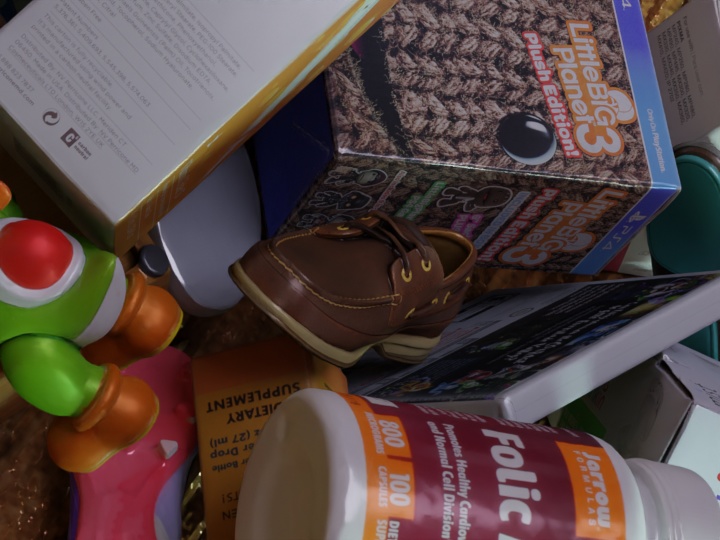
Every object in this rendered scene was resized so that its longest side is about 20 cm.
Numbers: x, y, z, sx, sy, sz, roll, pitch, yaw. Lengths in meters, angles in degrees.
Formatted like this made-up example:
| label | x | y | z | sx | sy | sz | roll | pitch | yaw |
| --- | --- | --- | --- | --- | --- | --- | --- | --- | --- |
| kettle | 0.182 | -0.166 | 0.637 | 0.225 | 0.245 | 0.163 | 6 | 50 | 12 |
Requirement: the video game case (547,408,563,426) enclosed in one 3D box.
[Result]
| label | x | y | z | sx | sy | sz | roll | pitch | yaw |
| --- | --- | --- | --- | --- | --- | --- | --- | --- | --- |
| video game case | 0.193 | 0.109 | 1.412 | 0.181 | 0.023 | 0.201 | -10 | 73 | -40 |

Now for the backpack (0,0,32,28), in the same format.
| label | x | y | z | sx | sy | sz | roll | pitch | yaw |
| --- | --- | --- | --- | --- | --- | --- | --- | --- | --- |
| backpack | -0.169 | -0.210 | 1.183 | 0.150 | 0.200 | 0.178 | -30 | 88 | -38 |

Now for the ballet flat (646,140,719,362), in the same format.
| label | x | y | z | sx | sy | sz | roll | pitch | yaw |
| --- | --- | --- | --- | --- | --- | --- | --- | --- | --- |
| ballet flat | 0.197 | -0.002 | 1.349 | 0.067 | 0.201 | 0.064 | 25 | 48 | 31 |

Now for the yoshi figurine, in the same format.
| label | x | y | z | sx | sy | sz | roll | pitch | yaw |
| --- | --- | --- | --- | --- | --- | --- | --- | --- | --- |
| yoshi figurine | -0.180 | 0.005 | 1.043 | 0.200 | 0.112 | 0.112 | 40 | 88 | -32 |

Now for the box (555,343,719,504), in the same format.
| label | x | y | z | sx | sy | sz | roll | pitch | yaw |
| --- | --- | --- | --- | --- | --- | --- | --- | --- | --- |
| box | 0.207 | 0.114 | 1.253 | 0.176 | 0.200 | 0.097 | 23 | 98 | -10 |

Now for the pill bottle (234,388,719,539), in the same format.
| label | x | y | z | sx | sy | sz | roll | pitch | yaw |
| --- | --- | --- | --- | --- | --- | --- | --- | --- | --- |
| pill bottle | 0.055 | 0.122 | 1.066 | 0.199 | 0.114 | 0.115 | 10 | 61 | -24 |

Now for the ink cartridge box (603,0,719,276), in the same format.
| label | x | y | z | sx | sy | sz | roll | pitch | yaw |
| --- | --- | --- | --- | --- | --- | --- | --- | --- | --- |
| ink cartridge box | 0.200 | -0.073 | 1.390 | 0.144 | 0.200 | 0.085 | 8 | 63 | -34 |

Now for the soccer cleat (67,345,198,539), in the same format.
| label | x | y | z | sx | sy | sz | roll | pitch | yaw |
| --- | --- | --- | --- | --- | --- | --- | --- | --- | --- |
| soccer cleat | -0.111 | 0.120 | 1.155 | 0.066 | 0.077 | 0.201 | 6 | 43 | -4 |

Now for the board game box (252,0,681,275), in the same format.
| label | x | y | z | sx | sy | sz | roll | pitch | yaw |
| --- | --- | --- | --- | --- | --- | --- | --- | --- | --- |
| board game box | 0.048 | -0.095 | 1.268 | 0.199 | 0.097 | 0.160 | 4 | 61 | -25 |

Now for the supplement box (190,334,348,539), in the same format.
| label | x | y | z | sx | sy | sz | roll | pitch | yaw |
| --- | --- | --- | --- | --- | --- | --- | --- | --- | --- |
| supplement box | -0.033 | 0.135 | 1.137 | 0.069 | 0.066 | 0.201 | 54 | 25 | -64 |

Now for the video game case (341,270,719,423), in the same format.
| label | x | y | z | sx | sy | sz | roll | pitch | yaw |
| --- | --- | --- | --- | --- | --- | --- | --- | --- | --- |
| video game case | 0.074 | 0.044 | 1.250 | 0.199 | 0.181 | 0.024 | -24 | 102 | -42 |

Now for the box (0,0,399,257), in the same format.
| label | x | y | z | sx | sy | sz | roll | pitch | yaw |
| --- | --- | --- | --- | --- | --- | --- | --- | --- | --- |
| box | -0.071 | -0.112 | 1.083 | 0.200 | 0.124 | 0.098 | -43 | 89 | -9 |

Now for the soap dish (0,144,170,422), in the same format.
| label | x | y | z | sx | sy | sz | roll | pitch | yaw |
| --- | --- | --- | --- | --- | --- | --- | --- | --- | --- |
| soap dish | -0.195 | -0.006 | 1.135 | 0.200 | 0.081 | 0.158 | -33 | 89 | -43 |

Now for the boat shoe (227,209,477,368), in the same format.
| label | x | y | z | sx | sy | sz | roll | pitch | yaw |
| --- | --- | --- | --- | --- | --- | --- | --- | --- | --- |
| boat shoe | 0.000 | 0.000 | 1.160 | 0.072 | 0.068 | 0.200 | 45 | 14 | 18 |

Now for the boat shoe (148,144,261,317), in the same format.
| label | x | y | z | sx | sy | sz | roll | pitch | yaw |
| --- | --- | --- | --- | --- | --- | --- | --- | --- | --- |
| boat shoe | -0.102 | -0.065 | 1.253 | 0.068 | 0.057 | 0.201 | 3 | 66 | -38 |
